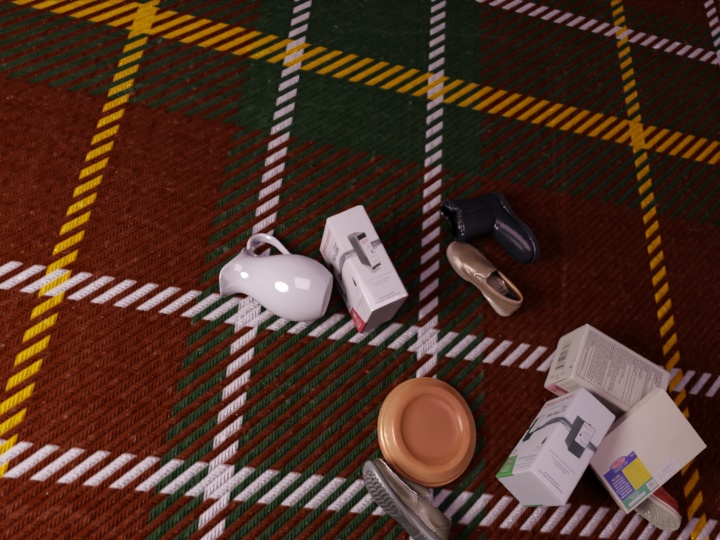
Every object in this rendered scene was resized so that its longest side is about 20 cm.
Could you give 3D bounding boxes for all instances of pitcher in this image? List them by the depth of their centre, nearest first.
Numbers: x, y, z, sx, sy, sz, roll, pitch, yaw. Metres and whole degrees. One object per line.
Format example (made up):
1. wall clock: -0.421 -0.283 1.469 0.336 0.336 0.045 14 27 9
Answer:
1. pitcher: -0.150 0.006 1.048 0.196 0.123 0.174 15 49 6

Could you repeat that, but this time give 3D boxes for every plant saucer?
1. plant saucer: 0.130 0.301 1.023 0.195 0.038 0.205 5 67 -11

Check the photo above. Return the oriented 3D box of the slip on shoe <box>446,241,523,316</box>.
1. slip on shoe: 0.269 0.009 1.166 0.075 0.061 0.201 -33 78 -23

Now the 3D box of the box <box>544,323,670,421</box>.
1. box: 0.500 0.224 1.102 0.198 0.109 0.129 31 65 1

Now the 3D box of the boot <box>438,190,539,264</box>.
1. boot: 0.278 -0.082 1.190 0.165 0.077 0.203 -16 65 -27

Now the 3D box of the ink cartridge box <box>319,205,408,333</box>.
1. ink cartridge box: 0.000 0.000 1.059 0.081 0.147 0.203 -21 72 -18

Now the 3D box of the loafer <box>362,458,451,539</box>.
1. loafer: 0.084 0.406 0.956 0.200 0.075 0.069 48 54 4

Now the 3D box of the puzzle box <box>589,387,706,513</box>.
1. puzzle box: 0.526 0.334 1.011 0.199 0.025 0.134 -37 87 -3

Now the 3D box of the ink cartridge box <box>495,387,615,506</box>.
1. ink cartridge box: 0.361 0.329 1.006 0.083 0.147 0.200 42 64 9

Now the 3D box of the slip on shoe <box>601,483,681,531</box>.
1. slip on shoe: 0.536 0.418 1.058 0.199 0.075 0.061 39 40 7
